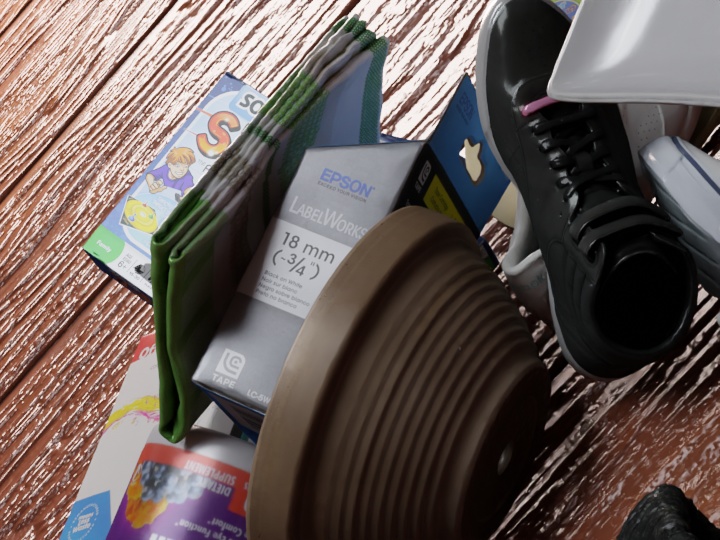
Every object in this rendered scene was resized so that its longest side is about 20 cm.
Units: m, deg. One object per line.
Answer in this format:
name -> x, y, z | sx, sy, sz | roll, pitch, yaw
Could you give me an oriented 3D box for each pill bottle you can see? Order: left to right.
pill bottle -> -0.094, 0.189, 1.475 | 0.111, 0.111, 0.200 | 1, 66, 57

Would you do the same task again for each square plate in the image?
square plate -> 0.187, -0.153, 1.214 | 0.198, 0.028, 0.200 | 8, 71, 52

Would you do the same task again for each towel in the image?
towel -> -0.044, -0.020, 1.457 | 0.031, 0.149, 0.200 | 21, 49, 20

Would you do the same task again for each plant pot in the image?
plant pot -> 0.032, 0.077, 1.402 | 0.093, 0.201, 0.201 | 23, 73, 20

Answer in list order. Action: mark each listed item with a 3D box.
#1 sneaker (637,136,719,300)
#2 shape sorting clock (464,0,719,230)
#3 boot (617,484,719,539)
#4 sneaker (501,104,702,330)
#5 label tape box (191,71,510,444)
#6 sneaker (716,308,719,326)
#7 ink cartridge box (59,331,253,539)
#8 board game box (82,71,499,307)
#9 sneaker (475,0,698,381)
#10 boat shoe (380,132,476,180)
sneaker -> 0.196, -0.022, 1.356 | 0.071, 0.073, 0.200 | -28, 28, -6
shape sorting clock -> 0.136, -0.106, 1.556 | 0.200, 0.039, 0.200 | -26, 44, 29
boot -> 0.089, 0.154, 1.262 | 0.158, 0.079, 0.211 | -56, 37, 7
sneaker -> 0.119, -0.072, 1.451 | 0.075, 0.088, 0.200 | 3, 71, 36
label tape box -> 0.000, 0.000, 1.466 | 0.063, 0.144, 0.200 | 22, 78, 19
sneaker -> 0.244, -0.015, 1.200 | 0.201, 0.108, 0.067 | -45, -6, 17
ink cartridge box -> -0.090, 0.091, 1.642 | 0.116, 0.067, 0.200 | -20, 41, 45
board game box -> -0.041, -0.009, 1.591 | 0.200, 0.034, 0.135 | 33, 79, 27
sneaker -> 0.114, -0.042, 1.360 | 0.071, 0.200, 0.099 | -17, 5, -13
boat shoe -> 0.000, -0.047, 1.677 | 0.200, 0.072, 0.072 | 18, 93, 54
